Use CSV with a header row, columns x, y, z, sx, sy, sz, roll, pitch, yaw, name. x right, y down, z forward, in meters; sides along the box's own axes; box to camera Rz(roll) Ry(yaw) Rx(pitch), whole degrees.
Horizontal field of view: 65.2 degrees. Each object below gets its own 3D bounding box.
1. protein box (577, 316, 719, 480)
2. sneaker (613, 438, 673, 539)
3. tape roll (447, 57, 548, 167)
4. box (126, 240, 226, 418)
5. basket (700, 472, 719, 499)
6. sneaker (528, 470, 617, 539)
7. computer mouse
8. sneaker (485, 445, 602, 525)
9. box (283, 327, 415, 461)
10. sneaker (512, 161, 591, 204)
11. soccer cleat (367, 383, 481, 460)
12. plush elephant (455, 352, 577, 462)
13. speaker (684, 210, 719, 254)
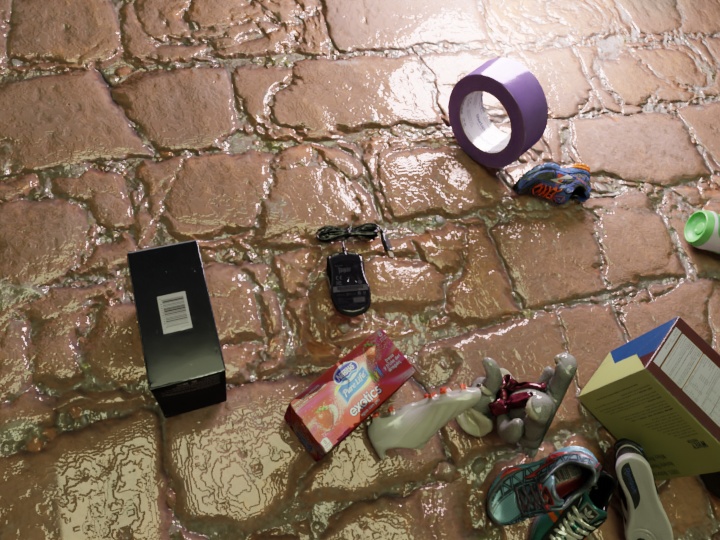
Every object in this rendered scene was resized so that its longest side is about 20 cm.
x,y,z,sx,sy,sz,roll,pitch,yaw,name
0.532,0.227,0.973,0.134,0.199,0.200,-39,79,-26,protein box
0.479,0.388,0.959,0.071,0.112,0.205,-10,96,22,sneaker
0.282,-0.324,1.169,0.084,0.201,0.201,-37,78,-25,tape roll
-0.271,0.092,0.846,0.102,0.183,0.204,-11,69,-19,box
0.724,0.332,1.015,0.195,0.137,0.183,-16,66,-16,basket
0.344,0.399,0.912,0.071,0.080,0.200,43,63,9,sneaker
0.000,0.000,1.037,0.137,0.046,0.203,-8,56,-13,computer mouse
0.283,0.340,0.887,0.197,0.095,0.080,-33,78,7,sneaker
-0.019,0.199,0.905,0.199,0.100,0.096,-37,78,-25,box
0.419,-0.182,1.210,0.195,0.076,0.080,-7,70,-15,sneaker
0.107,0.244,0.914,0.196,0.069,0.079,-21,81,7,soccer cleat
0.248,0.213,0.944,0.153,0.204,0.164,28,45,26,plush elephant
0.831,-0.070,1.253,0.195,0.089,0.090,16,62,-6,speaker
